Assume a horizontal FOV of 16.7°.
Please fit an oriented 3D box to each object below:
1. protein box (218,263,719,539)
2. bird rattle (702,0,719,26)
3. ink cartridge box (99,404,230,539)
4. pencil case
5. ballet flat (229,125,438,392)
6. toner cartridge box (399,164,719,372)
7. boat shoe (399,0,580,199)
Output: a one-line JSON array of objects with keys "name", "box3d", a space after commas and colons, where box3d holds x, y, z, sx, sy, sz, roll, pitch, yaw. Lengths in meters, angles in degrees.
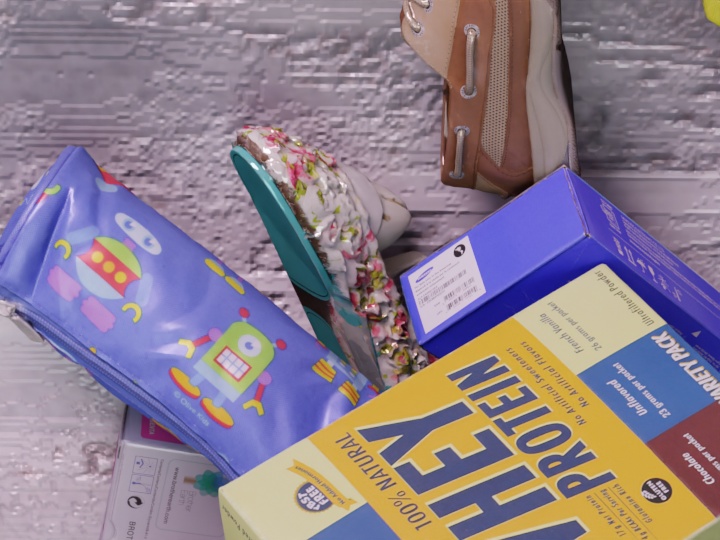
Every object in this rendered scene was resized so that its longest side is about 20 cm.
[{"name": "protein box", "box3d": [0.064, 0.145, 1.043, 0.199, 0.135, 0.199, -29, 143, -22]}, {"name": "bird rattle", "box3d": [0.243, -0.140, 1.009, 0.199, 0.113, 0.164, -5, 110, 0]}, {"name": "ink cartridge box", "box3d": [-0.030, 0.135, 1.236, 0.199, 0.042, 0.120, 10, 124, -6]}, {"name": "pencil case", "box3d": [-0.082, 0.032, 1.104, 0.200, 0.087, 0.078, 38, 153, -2]}, {"name": "ballet flat", "box3d": [0.000, 0.000, 1.134, 0.064, 0.076, 0.200, -35, 129, -14]}, {"name": "toner cartridge box", "box3d": [0.115, 0.034, 1.126, 0.095, 0.043, 0.200, -33, 138, 22]}, {"name": "boat shoe", "box3d": [0.050, -0.111, 1.040, 0.071, 0.076, 0.201, -6, 124, 6]}]
